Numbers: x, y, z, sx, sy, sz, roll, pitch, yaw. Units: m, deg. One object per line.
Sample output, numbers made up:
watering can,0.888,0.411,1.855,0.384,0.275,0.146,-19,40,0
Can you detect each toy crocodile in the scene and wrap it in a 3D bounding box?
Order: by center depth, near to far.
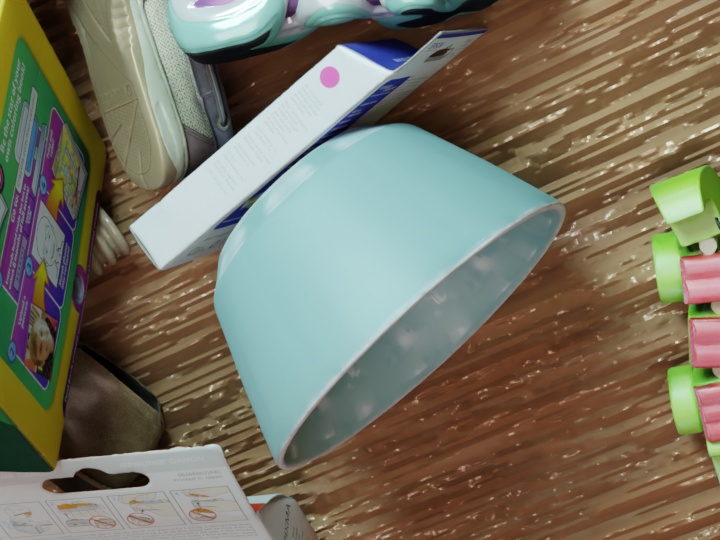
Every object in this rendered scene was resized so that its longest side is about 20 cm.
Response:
toy crocodile,0.196,0.037,1.008,0.067,0.062,0.201,-7,110,14

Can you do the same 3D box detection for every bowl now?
bowl,0.000,0.000,0.979,0.105,0.201,0.201,47,114,12

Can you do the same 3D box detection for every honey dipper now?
honey dipper,-0.219,0.035,1.053,0.200,0.038,0.038,-39,102,-9

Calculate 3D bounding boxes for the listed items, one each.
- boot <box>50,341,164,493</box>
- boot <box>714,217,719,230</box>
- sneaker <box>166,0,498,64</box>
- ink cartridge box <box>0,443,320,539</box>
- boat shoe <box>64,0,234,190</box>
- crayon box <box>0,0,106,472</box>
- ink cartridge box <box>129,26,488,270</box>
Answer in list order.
boot,-0.205,0.056,1.102,0.200,0.074,0.076,36,102,-12
boot,0.292,-0.006,0.944,0.199,0.078,0.139,-28,113,7
sneaker,-0.009,-0.192,0.954,0.199,0.078,0.141,-11,89,-7
ink cartridge box,-0.122,0.142,1.073,0.161,0.050,0.200,-6,140,14
boat shoe,-0.115,-0.146,0.998,0.072,0.065,0.201,-9,97,53
crayon box,-0.193,-0.021,0.956,0.058,0.201,0.173,-1,152,12
ink cartridge box,-0.027,-0.075,0.987,0.200,0.095,0.037,-36,86,20
